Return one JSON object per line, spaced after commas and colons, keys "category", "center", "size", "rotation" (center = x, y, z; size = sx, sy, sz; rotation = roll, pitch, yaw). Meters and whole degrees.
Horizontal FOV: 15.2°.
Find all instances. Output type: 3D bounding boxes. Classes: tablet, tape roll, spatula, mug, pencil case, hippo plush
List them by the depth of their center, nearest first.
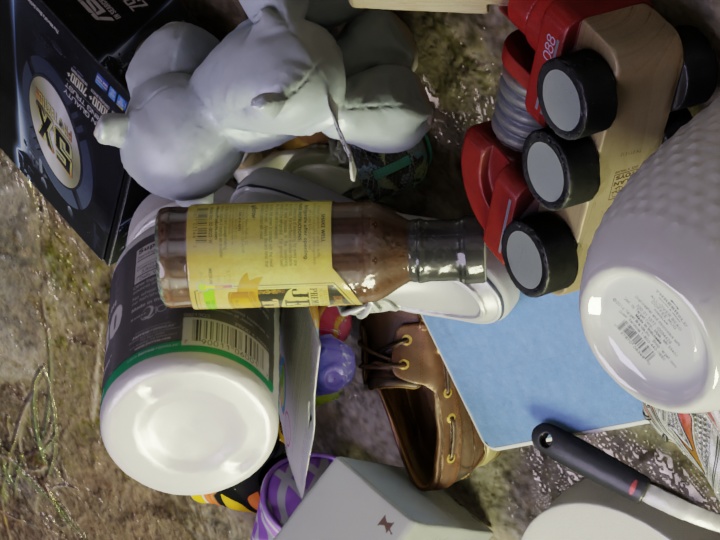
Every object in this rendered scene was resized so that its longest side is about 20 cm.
{"category": "mug", "center": [0.217, 0.014, 1.440], "size": [0.201, 0.175, 0.147], "rotation": [57, 144, -5]}
{"category": "hippo plush", "center": [-0.061, -0.096, 1.636], "size": [0.160, 0.201, 0.159], "rotation": [-33, 131, 31]}
{"category": "spatula", "center": [0.193, 0.143, 1.673], "size": [0.199, 0.021, 0.057], "rotation": [27, 103, 18]}
{"category": "tablet", "center": [0.129, 0.043, 1.675], "size": [0.199, 0.014, 0.131], "rotation": [-14, 108, 42]}
{"category": "tape roll", "center": [0.190, 0.227, 1.761], "size": [0.202, 0.037, 0.204], "rotation": [28, 136, 31]}
{"category": "pencil case", "center": [-0.040, 0.218, 1.956], "size": [0.201, 0.083, 0.086], "rotation": [94, 171, -49]}

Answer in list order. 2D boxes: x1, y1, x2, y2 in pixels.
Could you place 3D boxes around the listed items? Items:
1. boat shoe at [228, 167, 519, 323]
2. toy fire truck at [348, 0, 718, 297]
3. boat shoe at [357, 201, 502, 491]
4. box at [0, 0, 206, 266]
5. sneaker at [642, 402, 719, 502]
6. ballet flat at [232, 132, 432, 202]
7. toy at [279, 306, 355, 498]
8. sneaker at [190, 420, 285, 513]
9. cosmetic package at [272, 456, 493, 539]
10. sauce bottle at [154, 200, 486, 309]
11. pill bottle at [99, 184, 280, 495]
{"category": "boat shoe", "center": [0.000, 0.000, 1.680], "size": [0.199, 0.065, 0.074], "rotation": [17, 139, 23]}
{"category": "toy fire truck", "center": [0.086, -0.104, 1.558], "size": [0.200, 0.128, 0.177], "rotation": [50, 144, 37]}
{"category": "boat shoe", "center": [0.034, 0.053, 1.767], "size": [0.072, 0.067, 0.201], "rotation": [3, 121, 47]}
{"category": "box", "center": [-0.188, -0.135, 1.830], "size": [0.200, 0.086, 0.164], "rotation": [47, 145, 20]}
{"category": "sneaker", "center": [0.215, 0.084, 1.587], "size": [0.082, 0.078, 0.201], "rotation": [-14, 99, 47]}
{"category": "ballet flat", "center": [-0.042, -0.072, 1.751], "size": [0.199, 0.074, 0.075], "rotation": [-2, 117, 49]}
{"category": "toy", "center": [-0.031, 0.046, 1.777], "size": [0.200, 0.047, 0.116], "rotation": [-113, 25, -58]}
{"category": "sneaker", "center": [-0.084, 0.093, 1.944], "size": [0.089, 0.070, 0.201], "rotation": [13, 130, 22]}
{"category": "cosmetic package", "center": [0.010, 0.187, 1.786], "size": [0.071, 0.102, 0.200], "rotation": [40, -175, 18]}
{"category": "sauce bottle", "center": [-0.023, -0.010, 1.616], "size": [0.198, 0.065, 0.065], "rotation": [-1, 126, 5]}
{"category": "pill bottle", "center": [-0.107, 0.038, 1.729], "size": [0.112, 0.201, 0.114], "rotation": [0, 128, -1]}
